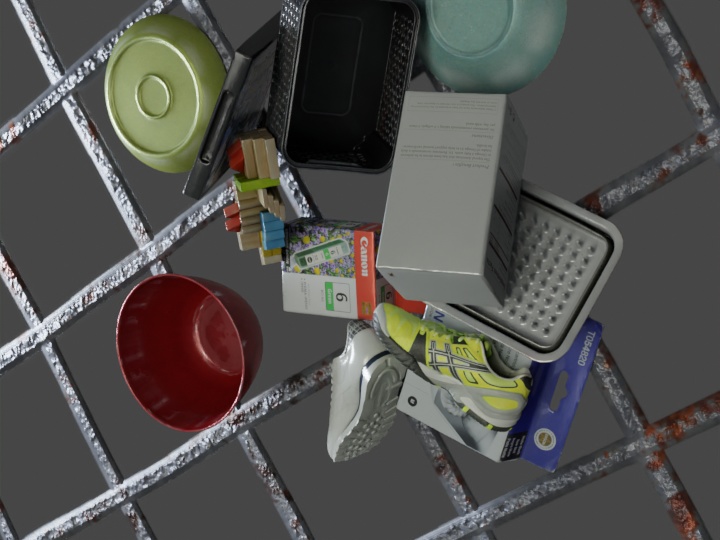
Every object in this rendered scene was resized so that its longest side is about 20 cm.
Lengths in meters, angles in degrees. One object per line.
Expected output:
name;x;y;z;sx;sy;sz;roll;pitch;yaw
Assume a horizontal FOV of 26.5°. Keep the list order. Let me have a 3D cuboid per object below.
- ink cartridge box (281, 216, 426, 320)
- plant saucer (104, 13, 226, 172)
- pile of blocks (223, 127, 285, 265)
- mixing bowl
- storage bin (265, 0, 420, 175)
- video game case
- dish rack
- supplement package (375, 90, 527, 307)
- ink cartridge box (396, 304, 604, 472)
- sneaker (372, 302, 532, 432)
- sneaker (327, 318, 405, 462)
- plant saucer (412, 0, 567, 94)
ink cartridge box;0.000;0.000;1.799;0.199;0.050;0.110;6;104;32
plant saucer;-0.252;-0.220;1.920;0.199;0.031;0.201;8;106;30
pile of blocks;-0.124;-0.072;1.749;0.082;0.062;0.201;-113;15;-46
mixing bowl;-0.196;0.090;1.912;0.199;0.108;0.202;9;107;30
storage bin;-0.022;-0.218;1.695;0.094;0.134;0.201;-125;41;-63
video game case;-0.136;-0.193;1.754;0.025;0.200;0.181;25;116;2
dish rack;0.172;-0.004;1.660;0.199;0.044;0.172;28;84;24
supplement package;0.100;-0.075;1.618;0.116;0.117;0.201;5;74;19
ink cartridge box;0.154;0.111;1.727;0.199;0.041;0.201;24;113;22
sneaker;0.104;0.091;1.691;0.199;0.075;0.077;35;110;5
sneaker;-0.004;0.147;1.821;0.081;0.076;0.201;47;136;30
plant saucer;0.126;-0.286;1.656;0.200;0.039;0.202;8;106;30
